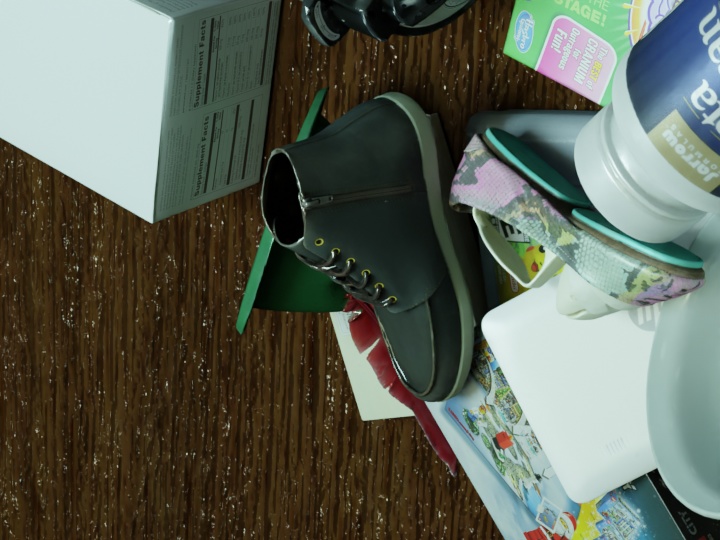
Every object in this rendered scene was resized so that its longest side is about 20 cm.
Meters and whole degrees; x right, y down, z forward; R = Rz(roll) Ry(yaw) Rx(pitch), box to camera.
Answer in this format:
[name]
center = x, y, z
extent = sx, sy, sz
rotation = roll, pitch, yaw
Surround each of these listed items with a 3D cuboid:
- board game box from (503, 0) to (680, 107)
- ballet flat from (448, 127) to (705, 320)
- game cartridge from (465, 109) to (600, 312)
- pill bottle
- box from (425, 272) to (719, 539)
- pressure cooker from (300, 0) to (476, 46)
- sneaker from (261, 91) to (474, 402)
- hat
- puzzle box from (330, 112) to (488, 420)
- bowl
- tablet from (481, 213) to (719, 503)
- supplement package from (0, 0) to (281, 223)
[board game box]
center = 0.185, -0.155, 1.228
extent = 0.200, 0.040, 0.154
rotation = 32, 126, 30
[ballet flat]
center = 0.122, -0.015, 1.255
extent = 0.200, 0.069, 0.071
rotation = 38, 109, 43
[game cartridge]
center = 0.136, -0.001, 1.343
extent = 0.133, 0.040, 0.201
rotation = 3, 109, 39
[pill bottle]
center = 0.203, -0.099, 1.125
extent = 0.111, 0.111, 0.200
rotation = 56, 135, 10
[box]
center = 0.129, 0.117, 1.347
extent = 0.136, 0.038, 0.200
rotation = -35, 83, 45
[pressure cooker]
center = 0.005, -0.233, 1.268
extent = 0.200, 0.178, 0.177
rotation = 27, 121, 34
[sneaker]
center = 0.000, 0.000, 1.311
extent = 0.075, 0.106, 0.201
rotation = 11, 119, 53
[hat]
center = 0.024, -0.004, 1.397
extent = 0.175, 0.166, 0.200
rotation = 20, 150, -1
[puzzle box]
center = 0.027, 0.000, 1.452
extent = 0.133, 0.025, 0.201
rotation = -9, 101, 45
[bowl]
center = 0.249, 0.049, 1.166
extent = 0.201, 0.090, 0.202
rotation = -46, 34, 44
[tablet]
center = 0.183, 0.040, 1.266
extent = 0.200, 0.014, 0.131
rotation = -29, 86, 17
[supplement package]
center = -0.171, -0.152, 1.515
extent = 0.200, 0.111, 0.156
rotation = 29, 125, 33
